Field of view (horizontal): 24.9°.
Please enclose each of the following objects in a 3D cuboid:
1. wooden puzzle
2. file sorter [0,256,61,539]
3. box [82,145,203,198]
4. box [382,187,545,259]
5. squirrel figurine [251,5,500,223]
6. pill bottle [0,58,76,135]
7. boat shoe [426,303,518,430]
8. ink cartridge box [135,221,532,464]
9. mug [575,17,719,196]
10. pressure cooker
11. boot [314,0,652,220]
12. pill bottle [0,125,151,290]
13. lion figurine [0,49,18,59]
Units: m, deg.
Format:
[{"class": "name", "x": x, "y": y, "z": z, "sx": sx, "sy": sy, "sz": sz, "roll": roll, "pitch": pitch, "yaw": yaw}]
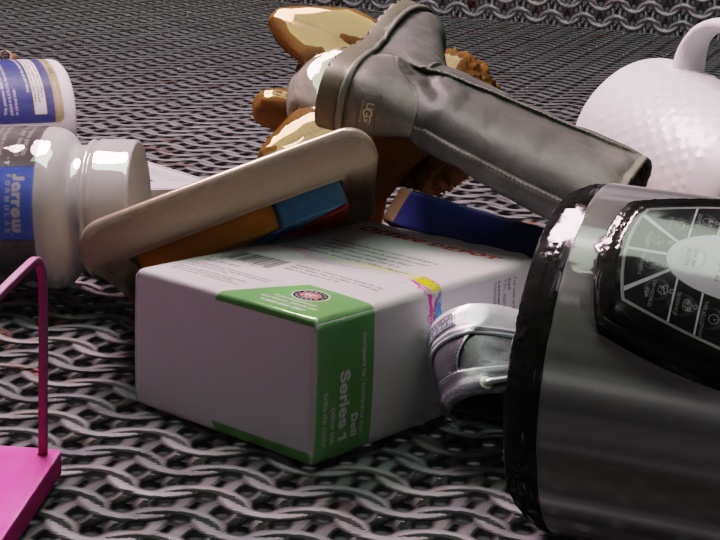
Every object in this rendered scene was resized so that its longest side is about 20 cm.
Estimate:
[{"class": "wooden puzzle", "x": -0.074, "y": -0.022, "z": 1.039, "sx": 0.184, "sy": 0.037, "sz": 0.200, "roll": -20, "pitch": -11, "yaw": -2}, {"class": "file sorter", "x": -0.252, "y": 0.055, "z": 0.756, "sx": 0.199, "sy": 0.126, "sz": 0.139, "roll": 4, "pitch": 14, "yaw": 3}, {"class": "box", "x": -0.205, "y": -0.054, "z": 1.291, "sx": 0.116, "sy": 0.060, "sz": 0.200, "roll": -4, "pitch": 16, "yaw": -42}, {"class": "box", "x": 0.117, "y": 0.007, "z": 1.066, "sx": 0.200, "sy": 0.032, "sz": 0.121, "roll": 18, "pitch": -19, "yaw": 47}, {"class": "squirrel figurine", "x": 0.017, "y": -0.086, "z": 1.202, "sx": 0.199, "sy": 0.187, "sz": 0.142, "roll": -5, "pitch": 57, "yaw": -3}, {"class": "pill bottle", "x": -0.368, "y": -0.135, "z": 1.481, "sx": 0.199, "sy": 0.111, "sz": 0.111, "roll": -5, "pitch": 17, "yaw": -29}, {"class": "boat shoe", "x": 0.133, "y": 0.071, "z": 0.901, "sx": 0.199, "sy": 0.072, "sz": 0.068, "roll": 13, "pitch": 46, "yaw": -21}, {"class": "ink cartridge box", "x": -0.011, "y": 0.035, "z": 0.960, "sx": 0.145, "sy": 0.084, "sz": 0.200, "roll": 14, "pitch": 19, "yaw": 40}, {"class": "mug", "x": 0.284, "y": -0.106, "z": 1.336, "sx": 0.147, "sy": 0.201, "sz": 0.175, "roll": 2, "pitch": 20, "yaw": -25}, {"class": "pressure cooker", "x": 0.182, "y": 0.052, "z": 0.759, "sx": 0.199, "sy": 0.177, "sz": 0.179, "roll": 10, "pitch": 14, "yaw": 21}, {"class": "boot", "x": 0.089, "y": -0.097, "z": 1.031, "sx": 0.199, "sy": 0.073, "sz": 0.182, "roll": 17, "pitch": 34, "yaw": 15}, {"class": "pill bottle", "x": -0.250, "y": -0.043, "z": 1.131, "sx": 0.199, "sy": 0.114, "sz": 0.114, "roll": 0, "pitch": 14, "yaw": 4}, {"class": "lion figurine", "x": -0.488, "y": -0.255, "z": 2.028, "sx": 0.199, "sy": 0.073, "sz": 0.122, "roll": 20, "pitch": 4, "yaw": 7}]
